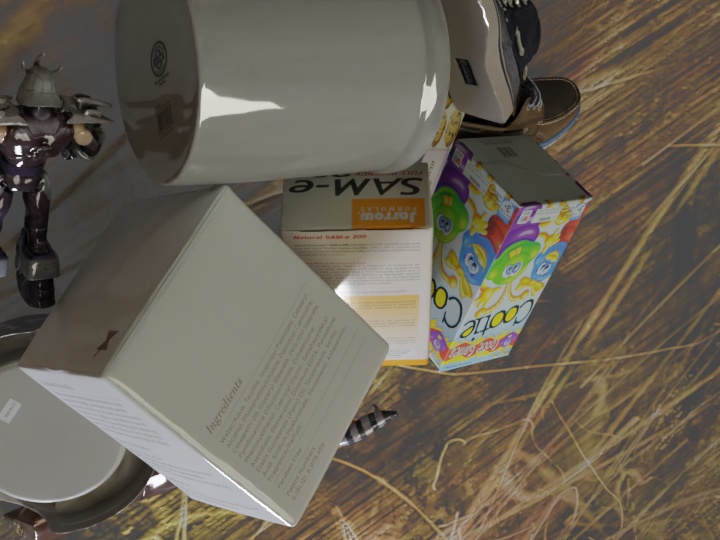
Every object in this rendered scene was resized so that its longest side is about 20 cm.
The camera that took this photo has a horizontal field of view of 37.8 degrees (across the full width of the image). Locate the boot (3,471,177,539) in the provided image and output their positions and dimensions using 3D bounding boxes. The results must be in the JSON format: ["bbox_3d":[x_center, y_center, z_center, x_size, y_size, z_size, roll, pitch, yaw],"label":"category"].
[{"bbox_3d":[-0.258,0.220,1.067,0.197,0.065,0.187,-17,160,-26],"label":"boot"}]

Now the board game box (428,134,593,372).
[{"bbox_3d":[0.120,-0.016,1.020,0.103,0.103,0.202,-9,135,-37],"label":"board game box"}]

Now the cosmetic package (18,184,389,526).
[{"bbox_3d":[-0.119,0.067,0.818,0.200,0.166,0.168,44,63,-29],"label":"cosmetic package"}]

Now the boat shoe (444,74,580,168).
[{"bbox_3d":[0.146,-0.156,1.039,0.197,0.073,0.073,-22,158,-24],"label":"boat shoe"}]

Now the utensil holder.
[{"bbox_3d":[-0.061,-0.151,0.770,0.197,0.171,0.172,-8,136,-32],"label":"utensil holder"}]

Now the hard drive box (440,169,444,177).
[{"bbox_3d":[0.088,-0.030,1.136,0.154,0.077,0.202,-3,131,-42],"label":"hard drive box"}]

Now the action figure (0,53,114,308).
[{"bbox_3d":[-0.253,-0.068,0.772,0.128,0.070,0.202,-1,127,-34],"label":"action figure"}]

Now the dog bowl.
[{"bbox_3d":[-0.271,0.129,0.908,0.196,0.059,0.204,-3,114,-7],"label":"dog bowl"}]

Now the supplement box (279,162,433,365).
[{"bbox_3d":[0.000,0.000,0.920,0.123,0.075,0.202,-1,142,1],"label":"supplement box"}]

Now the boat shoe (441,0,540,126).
[{"bbox_3d":[0.102,-0.215,0.877,0.094,0.074,0.201,-62,156,-18],"label":"boat shoe"}]

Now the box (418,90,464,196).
[{"bbox_3d":[0.066,-0.135,0.957,0.041,0.038,0.203,27,84,-53],"label":"box"}]

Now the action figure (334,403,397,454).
[{"bbox_3d":[-0.059,0.192,1.229,0.193,0.104,0.201,-42,150,-15],"label":"action figure"}]
